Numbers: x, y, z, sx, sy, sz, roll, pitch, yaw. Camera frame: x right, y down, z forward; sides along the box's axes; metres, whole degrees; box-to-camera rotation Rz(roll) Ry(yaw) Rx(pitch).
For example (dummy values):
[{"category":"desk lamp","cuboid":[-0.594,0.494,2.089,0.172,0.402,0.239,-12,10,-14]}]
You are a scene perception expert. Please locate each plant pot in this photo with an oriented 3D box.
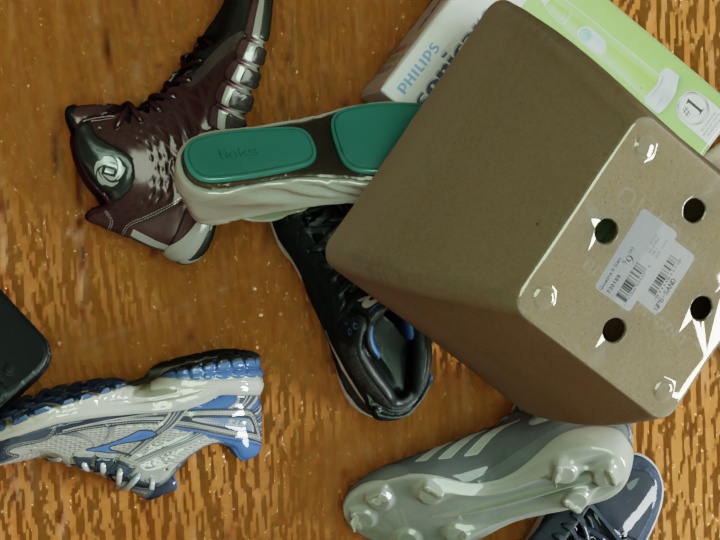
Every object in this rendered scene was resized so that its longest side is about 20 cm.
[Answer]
[{"category":"plant pot","cuboid":[0.136,-0.018,1.482,0.200,0.177,0.200,37,86,-28]}]

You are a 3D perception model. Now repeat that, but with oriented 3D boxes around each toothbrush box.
[{"category":"toothbrush box","cuboid":[0.124,-0.112,1.632,0.200,0.086,0.146,38,84,-9]}]

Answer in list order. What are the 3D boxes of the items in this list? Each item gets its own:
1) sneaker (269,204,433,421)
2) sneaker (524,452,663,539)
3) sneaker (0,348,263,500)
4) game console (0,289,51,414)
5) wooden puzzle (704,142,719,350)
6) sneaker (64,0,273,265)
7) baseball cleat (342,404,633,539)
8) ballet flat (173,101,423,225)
[{"category":"sneaker","cuboid":[0.000,0.000,1.593,0.073,0.112,0.201,-23,94,-11]},{"category":"sneaker","cuboid":[0.141,0.201,1.602,0.202,0.146,0.077,-44,95,-10]},{"category":"sneaker","cuboid":[-0.153,0.112,1.582,0.198,0.077,0.086,-12,96,-11]},{"category":"game console","cuboid":[-0.323,0.049,1.520,0.200,0.119,0.172,-43,73,-8]},{"category":"wooden puzzle","cuboid":[0.318,-0.024,1.689,0.199,0.046,0.186,-36,96,-9]},{"category":"sneaker","cuboid":[-0.130,-0.113,1.590,0.115,0.076,0.202,16,87,-7]},{"category":"baseball cleat","cuboid":[0.088,0.131,1.635,0.198,0.107,0.070,-9,122,14]},{"category":"ballet flat","cuboid":[-0.022,-0.064,1.559,0.198,0.069,0.070,-7,91,-11]}]
